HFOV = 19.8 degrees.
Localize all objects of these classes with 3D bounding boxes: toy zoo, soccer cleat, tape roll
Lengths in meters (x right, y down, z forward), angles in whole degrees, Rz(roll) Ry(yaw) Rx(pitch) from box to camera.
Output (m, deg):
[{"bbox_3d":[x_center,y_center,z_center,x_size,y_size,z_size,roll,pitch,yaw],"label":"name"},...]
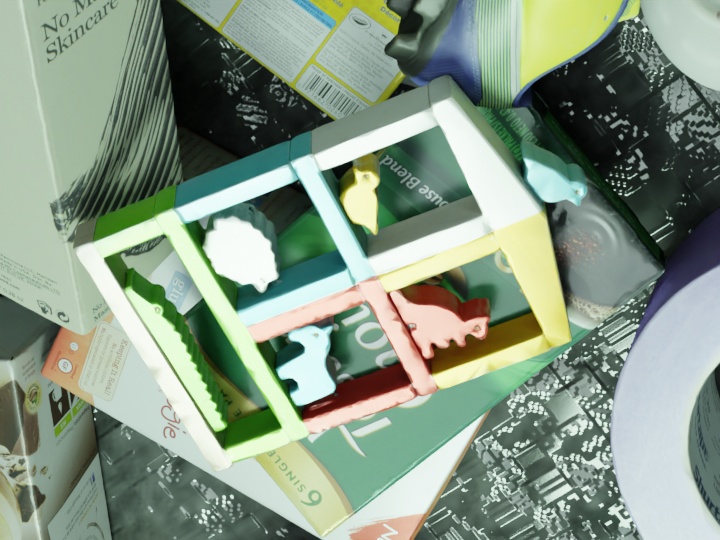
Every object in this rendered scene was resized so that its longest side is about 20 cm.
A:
[{"bbox_3d":[0.000,0.000,0.852,0.200,0.020,0.131,-20,122,13],"label":"toy zoo"},{"bbox_3d":[0.084,-0.132,0.785,0.084,0.065,0.200,20,140,-20],"label":"soccer cleat"},{"bbox_3d":[0.215,0.062,0.905,0.200,0.085,0.200,7,116,16],"label":"tape roll"}]

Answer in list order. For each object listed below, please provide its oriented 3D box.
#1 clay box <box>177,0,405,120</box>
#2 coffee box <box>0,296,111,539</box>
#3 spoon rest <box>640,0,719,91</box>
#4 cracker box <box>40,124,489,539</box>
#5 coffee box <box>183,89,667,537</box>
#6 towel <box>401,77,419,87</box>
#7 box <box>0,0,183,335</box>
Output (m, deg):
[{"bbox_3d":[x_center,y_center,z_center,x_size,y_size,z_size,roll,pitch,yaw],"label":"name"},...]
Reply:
[{"bbox_3d":[0.014,-0.167,0.859,0.115,0.048,0.200,37,118,-5],"label":"clay box"},{"bbox_3d":[-0.198,0.119,1.067,0.113,0.080,0.200,1,113,17],"label":"coffee box"},{"bbox_3d":[0.148,-0.169,0.821,0.099,0.061,0.200,-11,94,23],"label":"spoon rest"},{"bbox_3d":[-0.037,0.039,0.991,0.200,0.058,0.134,29,117,3],"label":"cracker box"},{"bbox_3d":[0.022,0.013,0.910,0.200,0.044,0.123,-38,93,15],"label":"coffee box"},{"bbox_3d":[0.001,-0.164,0.909,0.200,0.031,0.149,22,120,5],"label":"towel"},{"bbox_3d":[-0.127,-0.072,0.857,0.068,0.082,0.200,27,145,23],"label":"box"}]
